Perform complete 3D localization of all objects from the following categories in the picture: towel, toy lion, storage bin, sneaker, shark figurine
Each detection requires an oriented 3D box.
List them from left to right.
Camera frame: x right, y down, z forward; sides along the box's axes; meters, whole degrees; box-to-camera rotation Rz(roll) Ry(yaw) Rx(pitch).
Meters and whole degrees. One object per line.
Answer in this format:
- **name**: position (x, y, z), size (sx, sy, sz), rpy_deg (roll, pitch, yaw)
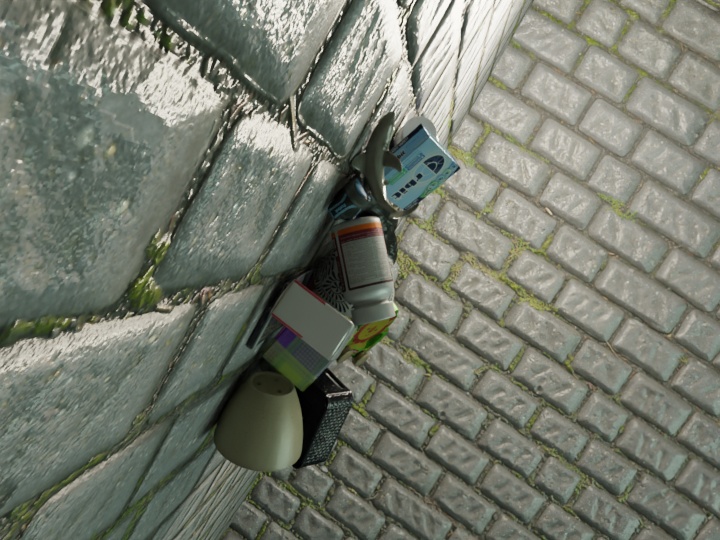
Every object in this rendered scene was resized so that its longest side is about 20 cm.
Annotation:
- **storage bin**: position (-0.119, 0.346, 1.309), size (0.093, 0.134, 0.204), rpy_deg (8, 111, -50)
- **towel**: position (-0.110, 0.155, 1.239), size (0.201, 0.143, 0.023), rpy_deg (-49, -165, -7)
- **sneaker**: position (-0.016, -0.146, 1.103), size (0.081, 0.074, 0.200), rpy_deg (-35, 180, 14)
- **toy lion**: position (0.018, 0.149, 1.361), size (0.190, 0.069, 0.200), rpy_deg (-39, 157, 7)
- **shark figurine**: position (0.025, -0.180, 1.042), size (0.088, 0.221, 0.127), rpy_deg (5, 160, -42)
- **sneaker**: position (0.036, -0.093, 1.316), size (0.198, 0.059, 0.107), rpy_deg (25, 84, -52)

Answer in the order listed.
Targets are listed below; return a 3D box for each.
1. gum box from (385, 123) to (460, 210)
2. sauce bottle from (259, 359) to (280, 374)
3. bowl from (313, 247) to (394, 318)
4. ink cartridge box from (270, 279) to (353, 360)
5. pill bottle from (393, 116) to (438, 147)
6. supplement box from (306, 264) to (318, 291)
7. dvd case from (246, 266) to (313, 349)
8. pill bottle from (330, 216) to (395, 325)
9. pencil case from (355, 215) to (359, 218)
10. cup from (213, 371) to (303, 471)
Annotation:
- **gum box**: position (0.121, -0.225, 1.252), size (0.169, 0.045, 0.199), rpy_deg (-38, 155, 18)
- **sauce bottle**: position (-0.172, 0.176, 1.355), size (0.201, 0.064, 0.065), rpy_deg (-57, 175, -42)
- **bowl**: position (0.000, 0.000, 1.240), size (0.202, 0.198, 0.095), rpy_deg (-53, 173, -43)
- **ink cartridge box**: position (-0.088, 0.103, 1.098), size (0.084, 0.145, 0.200), rpy_deg (-54, 175, -7)
- **pill bottle**: position (0.133, -0.292, 1.348), size (0.114, 0.111, 0.200), rpy_deg (-57, 174, -11)
- **supplement box**: position (-0.077, 0.060, 1.372), size (0.133, 0.102, 0.200), rpy_deg (-59, 174, 10)
- **dvd case**: position (-0.160, 0.072, 1.134), size (0.151, 0.016, 0.200), rpy_deg (-60, 174, 12)
- **pill bottle**: position (0.008, 0.001, 1.122), size (0.110, 0.106, 0.206), rpy_deg (90, -12, -87)
- **pencil case**: position (-0.002, -0.089, 1.388), size (0.203, 0.086, 0.078), rpy_deg (-59, 150, -9)
- **cup**: position (-0.206, 0.307, 1.187), size (0.200, 0.195, 0.147), rpy_deg (-41, 149, -72)
